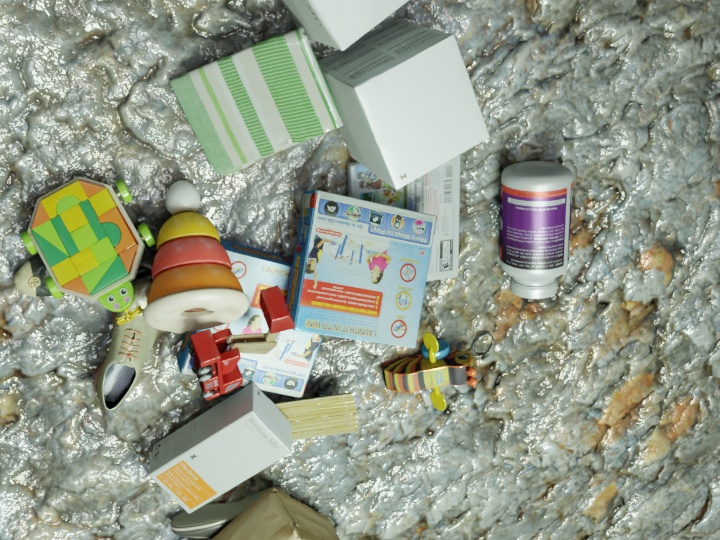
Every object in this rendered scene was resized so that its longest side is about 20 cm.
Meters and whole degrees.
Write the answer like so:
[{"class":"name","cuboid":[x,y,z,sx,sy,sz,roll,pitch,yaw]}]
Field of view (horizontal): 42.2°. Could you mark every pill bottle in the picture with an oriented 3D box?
[{"class":"pill bottle","cuboid":[0.275,-0.064,1.469,0.111,0.112,0.203,-8,111,-17]}]

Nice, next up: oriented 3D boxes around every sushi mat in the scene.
[{"class":"sushi mat","cuboid":[-0.102,0.234,1.455,0.196,0.012,0.097,-8,131,-3]}]

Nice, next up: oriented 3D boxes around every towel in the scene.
[{"class":"towel","cuboid":[-0.140,-0.229,1.279,0.197,0.023,0.154,-20,115,10]}]

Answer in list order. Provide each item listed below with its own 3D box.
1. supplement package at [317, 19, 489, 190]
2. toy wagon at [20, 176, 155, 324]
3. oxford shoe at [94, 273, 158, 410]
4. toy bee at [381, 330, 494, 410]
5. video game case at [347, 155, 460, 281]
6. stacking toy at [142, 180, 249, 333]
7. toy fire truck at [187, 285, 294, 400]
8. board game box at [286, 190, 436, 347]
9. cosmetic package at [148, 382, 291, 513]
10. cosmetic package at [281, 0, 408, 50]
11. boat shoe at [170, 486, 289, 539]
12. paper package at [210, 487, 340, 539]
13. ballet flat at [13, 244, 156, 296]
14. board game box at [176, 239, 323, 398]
[{"class":"supplement package","cuboid":[0.051,-0.233,1.278,0.149,0.200,0.153,-29,116,-7]},{"class":"toy wagon","cuboid":[-0.354,-0.023,1.253,0.154,0.040,0.202,-29,86,-8]},{"class":"oxford shoe","cuboid":[-0.325,0.105,1.332,0.070,0.074,0.203,14,100,-21]},{"class":"toy bee","cuboid":[0.138,0.152,1.499,0.199,0.109,0.132,-35,115,-5]},{"class":"video game case","cuboid":[0.068,-0.075,1.441,0.179,0.022,0.203,-8,112,-17]},{"class":"stacking toy","cuboid":[-0.234,-0.026,1.278,0.144,0.146,0.203,-4,71,-18]},{"class":"toy fire truck","cuboid":[-0.164,0.105,1.285,0.139,0.049,0.201,-19,155,-15]},{"class":"board game box","cuboid":[0.000,0.000,1.361,0.197,0.056,0.199,11,89,-24]},{"class":"cosmetic package","cuboid":[-0.210,0.269,1.404,0.199,0.072,0.102,-33,117,14]},{"class":"cosmetic package","cuboid":[-0.030,-0.406,1.188,0.166,0.200,0.168,-37,116,-4]},{"class":"boat shoe","cuboid":[-0.202,0.402,1.488,0.197,0.067,0.058,-11,108,-20]},{"class":"paper package","cuboid":[-0.142,0.464,1.468,0.200,0.104,0.191,-41,138,5]},{"class":"ballet flat","cuboid":[-0.377,-0.002,1.284,0.197,0.057,0.068,-11,111,-12]},{"class":"board game box","cuboid":[-0.152,0.074,1.395,0.197,0.056,0.199,15,103,-24]}]
